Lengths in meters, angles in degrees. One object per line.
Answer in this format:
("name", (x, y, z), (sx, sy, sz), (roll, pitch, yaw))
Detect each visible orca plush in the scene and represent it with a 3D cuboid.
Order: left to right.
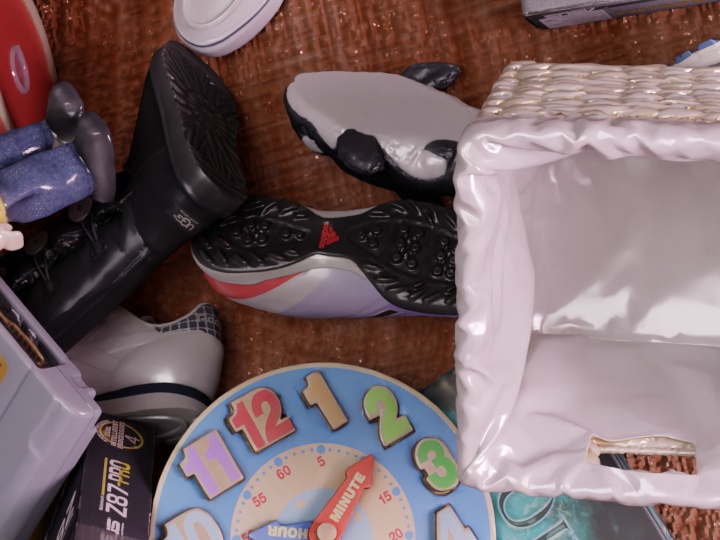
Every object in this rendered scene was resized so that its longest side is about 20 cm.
("orca plush", (0.051, -0.068, 1.212), (0.198, 0.071, 0.106), (3, 42, 10))

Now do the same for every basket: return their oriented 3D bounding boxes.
("basket", (0.152, -0.002, 1.054), (0.196, 0.161, 0.202), (2, 113, 8))

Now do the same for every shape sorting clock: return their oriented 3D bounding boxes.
("shape sorting clock", (-0.021, 0.152, 1.154), (0.198, 0.039, 0.202), (1, 76, -3))

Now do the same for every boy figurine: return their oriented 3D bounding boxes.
("boy figurine", (-0.242, -0.044, 1.138), (0.124, 0.199, 0.065), (49, 148, 38))

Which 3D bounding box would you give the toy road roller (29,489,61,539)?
("toy road roller", (-0.258, 0.193, 1.261), (0.145, 0.123, 0.202), (-8, 82, 8))

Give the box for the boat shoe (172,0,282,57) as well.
("boat shoe", (-0.064, -0.227, 1.249), (0.073, 0.065, 0.201), (29, 96, 19))

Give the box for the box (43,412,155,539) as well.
("box", (-0.171, 0.207, 1.182), (0.049, 0.161, 0.201), (17, 113, -13))

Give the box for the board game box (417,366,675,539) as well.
("board game box", (0.099, 0.147, 1.180), (0.135, 0.028, 0.201), (-36, 75, 15))

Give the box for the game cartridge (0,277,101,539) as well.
("game cartridge", (-0.242, 0.060, 1.187), (0.200, 0.041, 0.133), (46, 115, 22))

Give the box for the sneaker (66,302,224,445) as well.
("sneaker", (-0.176, 0.065, 1.274), (0.198, 0.076, 0.081), (-3, 67, 19))

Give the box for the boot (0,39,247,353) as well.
("boot", (-0.163, -0.033, 1.244), (0.200, 0.066, 0.165), (-41, 30, 19))

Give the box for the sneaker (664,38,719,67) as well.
("sneaker", (0.251, -0.095, 1.121), (0.199, 0.077, 0.086), (-11, 86, 19))

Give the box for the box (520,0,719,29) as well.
("box", (0.184, -0.233, 1.168), (0.198, 0.048, 0.160), (-8, 83, 19))

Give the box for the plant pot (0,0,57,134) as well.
("plant pot", (-0.291, -0.107, 1.269), (0.176, 0.200, 0.202), (-13, 81, 8))

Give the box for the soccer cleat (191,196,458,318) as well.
("soccer cleat", (0.000, 0.000, 1.210), (0.198, 0.073, 0.069), (6, 63, 15))
